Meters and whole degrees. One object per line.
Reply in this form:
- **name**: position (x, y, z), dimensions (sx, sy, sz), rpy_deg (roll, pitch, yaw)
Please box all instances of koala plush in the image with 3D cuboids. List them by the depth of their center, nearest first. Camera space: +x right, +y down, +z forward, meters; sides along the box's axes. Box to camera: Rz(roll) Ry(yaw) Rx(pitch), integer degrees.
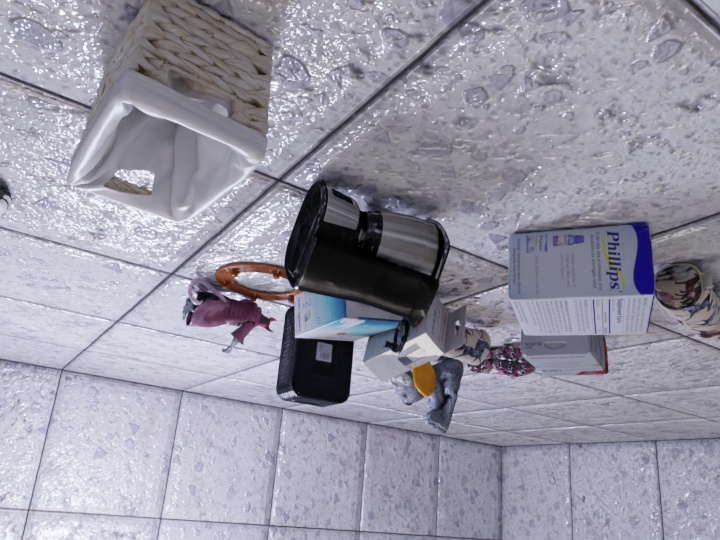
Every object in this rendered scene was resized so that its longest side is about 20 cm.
- **koala plush**: position (0.168, 0.305, 1.678), dimensions (0.194, 0.189, 0.177), rpy_deg (17, -172, 8)

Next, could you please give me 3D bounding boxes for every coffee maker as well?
- **coffee maker**: position (0.000, 0.000, 0.839), dimensions (0.195, 0.198, 0.134), rpy_deg (14, 174, -20)

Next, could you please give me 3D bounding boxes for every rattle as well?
- **rattle**: position (0.128, 0.258, 1.575), dimensions (0.127, 0.147, 0.199), rpy_deg (-3, 162, -38)

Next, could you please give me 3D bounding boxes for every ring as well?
- **ring**: position (-0.189, 0.031, 1.214), dimensions (0.194, 0.020, 0.201), rpy_deg (4, 159, 1)

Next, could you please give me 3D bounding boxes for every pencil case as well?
- **pencil case**: position (0.552, 0.055, 1.012), dimensions (0.088, 0.080, 0.197), rpy_deg (5, 165, 46)
- **pencil case**: position (0.189, 0.148, 1.325), dimensions (0.196, 0.080, 0.089), rpy_deg (17, -174, -29)

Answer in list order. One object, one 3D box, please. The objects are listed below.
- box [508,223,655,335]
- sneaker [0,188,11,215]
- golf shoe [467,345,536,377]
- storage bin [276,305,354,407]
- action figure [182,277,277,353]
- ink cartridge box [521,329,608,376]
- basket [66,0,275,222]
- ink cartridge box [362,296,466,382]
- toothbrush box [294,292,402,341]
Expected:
- **box**: position (0.334, 0.022, 0.938), dimensions (0.194, 0.108, 0.184), rpy_deg (-3, 158, 22)
- **sneaker**: position (-0.594, -0.058, 0.937), dimensions (0.075, 0.119, 0.197), rpy_deg (22, 153, -40)
- **golf shoe**: position (0.361, 0.224, 1.525), dimensions (0.090, 0.075, 0.197), rpy_deg (13, 169, -36)
- **storage bin**: position (-0.092, 0.174, 1.301), dimensions (0.132, 0.206, 0.093), rpy_deg (15, 158, -26)
- **action figure**: position (-0.266, 0.079, 1.285), dimensions (0.194, 0.136, 0.151), rpy_deg (11, 132, -14)
- **ink cartridge box**: position (0.437, 0.162, 1.314), dimensions (0.142, 0.085, 0.199), rpy_deg (-6, 157, 29)
- **basket**: position (-0.182, -0.148, 0.590), dimensions (0.133, 0.127, 0.198), rpy_deg (19, 155, -33)
- **ink cartridge box**: position (0.104, 0.120, 1.183), dimensions (0.197, 0.119, 0.067), rpy_deg (-30, 116, 31)
- **toothbrush box**: position (-0.021, 0.073, 1.168), dimensions (0.143, 0.088, 0.198), rpy_deg (8, 162, -33)
